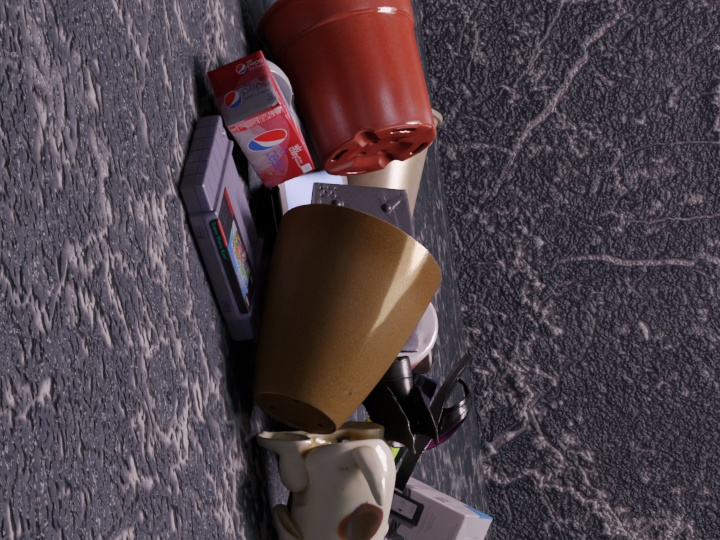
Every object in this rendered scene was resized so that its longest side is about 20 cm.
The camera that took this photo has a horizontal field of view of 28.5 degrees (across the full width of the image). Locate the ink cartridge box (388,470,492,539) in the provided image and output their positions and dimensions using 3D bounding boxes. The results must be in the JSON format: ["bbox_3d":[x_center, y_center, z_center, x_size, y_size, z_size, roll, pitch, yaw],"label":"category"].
[{"bbox_3d":[0.069,0.330,1.970,0.068,0.199,0.116,-66,154,-1],"label":"ink cartridge box"}]

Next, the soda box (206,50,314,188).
[{"bbox_3d":[-0.105,-0.160,1.539,0.200,0.063,0.070,63,6,-72],"label":"soda box"}]

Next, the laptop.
[{"bbox_3d":[-0.047,-0.029,1.717,0.200,0.103,0.178,-126,-154,-80],"label":"laptop"}]

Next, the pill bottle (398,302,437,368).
[{"bbox_3d":[0.014,0.096,1.772,0.200,0.114,0.115,128,-38,-63],"label":"pill bottle"}]

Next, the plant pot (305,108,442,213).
[{"bbox_3d":[0.004,-0.126,1.915,0.200,0.200,0.184,32,64,-77],"label":"plant pot"}]

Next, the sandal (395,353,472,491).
[{"bbox_3d":[0.102,0.198,1.801,0.201,0.048,0.075,-60,174,-24],"label":"sandal"}]

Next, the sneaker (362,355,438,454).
[{"bbox_3d":[0.028,0.154,1.590,0.200,0.060,0.105,156,-79,-69],"label":"sneaker"}]

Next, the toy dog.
[{"bbox_3d":[-0.011,0.270,1.497,0.139,0.194,0.201,-6,95,-38],"label":"toy dog"}]

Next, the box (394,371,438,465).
[{"bbox_3d":[0.029,0.233,1.836,0.200,0.051,0.158,-62,177,12],"label":"box"}]

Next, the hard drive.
[{"bbox_3d":[0.000,0.000,1.659,0.042,0.134,0.201,144,-55,-61],"label":"hard drive"}]

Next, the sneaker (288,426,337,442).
[{"bbox_3d":[-0.057,0.177,1.674,0.200,0.074,0.085,-61,165,-78],"label":"sneaker"}]

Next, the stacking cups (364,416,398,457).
[{"bbox_3d":[0.003,0.244,1.735,0.201,0.060,0.061,-63,178,15],"label":"stacking cups"}]

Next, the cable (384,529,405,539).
[{"bbox_3d":[0.036,0.455,1.961,0.200,0.069,0.201,-73,153,-66],"label":"cable"}]

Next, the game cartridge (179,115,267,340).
[{"bbox_3d":[-0.135,-0.041,1.448,0.130,0.038,0.201,-91,169,-51],"label":"game cartridge"}]

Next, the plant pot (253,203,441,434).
[{"bbox_3d":[-0.035,0.063,1.492,0.187,0.186,0.201,67,40,-56],"label":"plant pot"}]

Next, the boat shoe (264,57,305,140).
[{"bbox_3d":[-0.107,-0.204,1.635,0.200,0.070,0.066,55,17,-67],"label":"boat shoe"}]

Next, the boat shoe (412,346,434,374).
[{"bbox_3d":[0.058,0.036,1.838,0.060,0.074,0.201,-32,104,-44],"label":"boat shoe"}]

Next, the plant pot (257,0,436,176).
[{"bbox_3d":[-0.004,-0.233,1.731,0.201,0.200,0.196,44,28,-74],"label":"plant pot"}]

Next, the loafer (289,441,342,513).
[{"bbox_3d":[-0.036,0.252,1.686,0.200,0.071,0.073,-82,162,-56],"label":"loafer"}]
